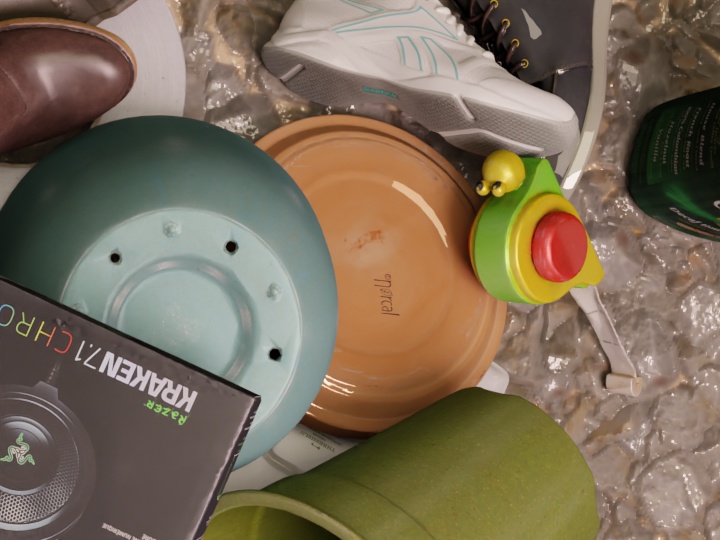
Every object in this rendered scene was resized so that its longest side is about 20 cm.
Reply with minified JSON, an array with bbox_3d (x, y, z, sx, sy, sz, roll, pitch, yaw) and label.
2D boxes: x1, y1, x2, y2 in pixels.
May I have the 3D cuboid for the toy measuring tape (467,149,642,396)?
[{"bbox_3d":[0.114,0.015,1.287,0.073,0.073,0.201,-37,121,-17],"label":"toy measuring tape"}]

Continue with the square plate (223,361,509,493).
[{"bbox_3d":[-0.030,0.098,1.283,0.199,0.028,0.199,31,77,-11],"label":"square plate"}]

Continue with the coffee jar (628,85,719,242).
[{"bbox_3d":[0.247,-0.072,1.292,0.104,0.200,0.086,18,79,-13],"label":"coffee jar"}]

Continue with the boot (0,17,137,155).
[{"bbox_3d":[-0.208,-0.056,1.088,0.198,0.167,0.073,-11,124,-3],"label":"boot"}]

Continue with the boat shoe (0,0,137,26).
[{"bbox_3d":[-0.187,-0.152,1.178,0.199,0.068,0.072,-28,128,0],"label":"boat shoe"}]

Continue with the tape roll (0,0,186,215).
[{"bbox_3d":[-0.203,-0.107,1.235,0.199,0.066,0.202,2,84,-17],"label":"tape roll"}]

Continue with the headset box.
[{"bbox_3d":[-0.163,0.114,0.983,0.173,0.093,0.201,25,87,1],"label":"headset box"}]

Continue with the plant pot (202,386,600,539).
[{"bbox_3d":[0.033,0.161,1.168,0.190,0.200,0.201,-36,95,-42],"label":"plant pot"}]

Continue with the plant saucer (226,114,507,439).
[{"bbox_3d":[0.000,0.000,1.276,0.199,0.032,0.202,7,70,-21],"label":"plant saucer"}]

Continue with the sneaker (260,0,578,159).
[{"bbox_3d":[0.042,-0.128,1.279,0.199,0.071,0.081,21,68,14],"label":"sneaker"}]

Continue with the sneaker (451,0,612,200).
[{"bbox_3d":[0.096,-0.136,1.328,0.105,0.075,0.202,11,73,-9],"label":"sneaker"}]

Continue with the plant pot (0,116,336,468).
[{"bbox_3d":[-0.103,0.023,1.128,0.199,0.161,0.202,-1,97,-9],"label":"plant pot"}]
